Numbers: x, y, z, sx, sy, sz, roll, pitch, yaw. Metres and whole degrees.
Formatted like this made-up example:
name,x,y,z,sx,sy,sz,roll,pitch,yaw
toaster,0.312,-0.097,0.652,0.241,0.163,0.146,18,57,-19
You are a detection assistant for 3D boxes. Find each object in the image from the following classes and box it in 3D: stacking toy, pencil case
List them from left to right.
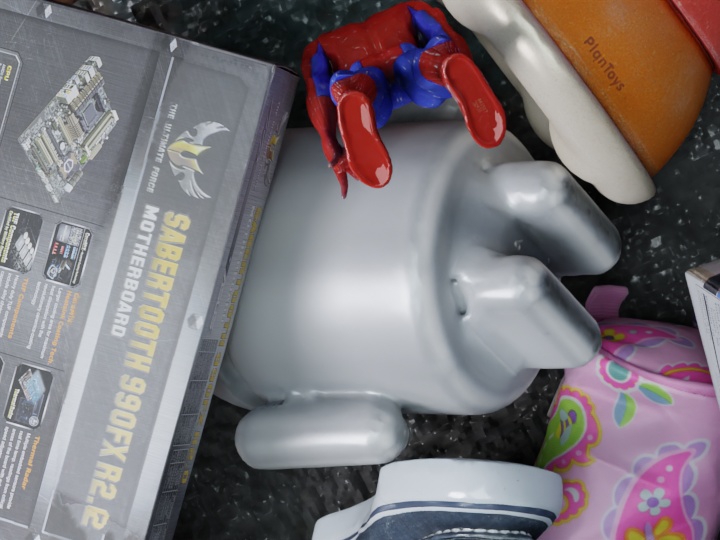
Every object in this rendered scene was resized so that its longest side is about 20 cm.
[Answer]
name,x,y,z,sx,sy,sz,roll,pitch,yaw
pencil case,0.097,0.111,1.148,0.087,0.087,0.201,20,108,11
stacking toy,0.129,-0.134,1.071,0.200,0.146,0.146,-37,91,3

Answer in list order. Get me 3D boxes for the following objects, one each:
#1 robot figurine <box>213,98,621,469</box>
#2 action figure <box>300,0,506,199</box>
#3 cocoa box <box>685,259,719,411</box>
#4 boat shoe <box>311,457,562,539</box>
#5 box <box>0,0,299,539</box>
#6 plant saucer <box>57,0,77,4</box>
name,x,y,z,sx,sy,sz,roll,pitch,yaw
robot figurine,0.000,0.000,1.119,0.199,0.170,0.113,0,149,33
action figure,0.012,-0.065,1.037,0.065,0.200,0.052,-24,104,1
cocoa box,0.237,0.040,1.027,0.199,0.131,0.134,-17,99,-3
boat shoe,0.027,0.132,1.115,0.070,0.200,0.091,8,73,-14
box,-0.125,-0.001,1.070,0.158,0.048,0.201,15,91,9
plant saucer,-0.165,-0.188,1.101,0.199,0.032,0.202,5,107,16
